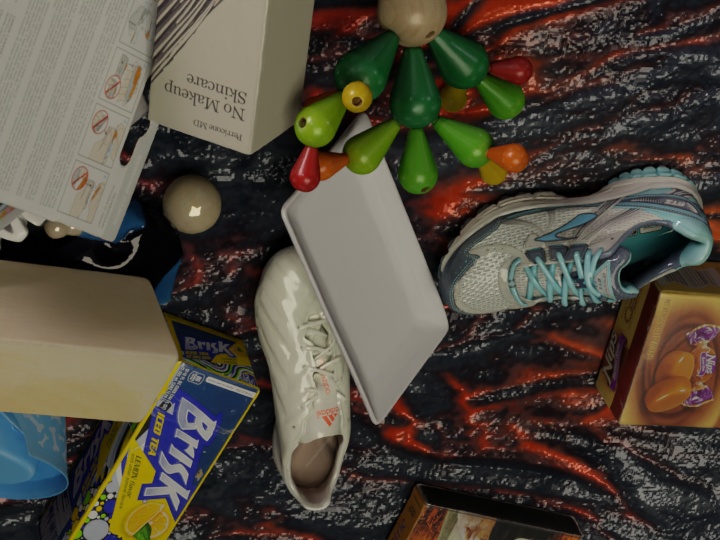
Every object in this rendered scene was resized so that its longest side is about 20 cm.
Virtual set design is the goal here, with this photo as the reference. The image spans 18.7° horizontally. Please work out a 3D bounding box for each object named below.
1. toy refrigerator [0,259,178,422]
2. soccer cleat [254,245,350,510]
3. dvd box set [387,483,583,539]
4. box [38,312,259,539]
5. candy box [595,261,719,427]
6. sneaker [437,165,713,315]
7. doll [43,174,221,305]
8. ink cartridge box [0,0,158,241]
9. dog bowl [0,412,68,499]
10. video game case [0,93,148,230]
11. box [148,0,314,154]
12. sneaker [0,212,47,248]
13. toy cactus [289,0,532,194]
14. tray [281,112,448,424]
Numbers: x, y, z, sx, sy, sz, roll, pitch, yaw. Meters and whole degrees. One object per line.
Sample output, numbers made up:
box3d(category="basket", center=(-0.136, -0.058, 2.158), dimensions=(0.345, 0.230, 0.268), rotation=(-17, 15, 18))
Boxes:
box3d(category="toy refrigerator", center=(-0.224, 0.043, 1.374), dimensions=(0.199, 0.076, 0.070), rotation=(8, 130, -34))
box3d(category="soccer cleat", center=(-0.034, 0.076, 1.528), dimensions=(0.069, 0.078, 0.201), rotation=(-9, 124, -11))
box3d(category="dvd box set", center=(0.068, 0.265, 1.711), dimensions=(0.146, 0.029, 0.201), rotation=(15, 116, -25))
box3d(category="box", center=(-0.151, 0.132, 1.538), dimensions=(0.070, 0.064, 0.200), rotation=(21, 115, -27))
box3d(category="candy box", center=(0.288, 0.057, 1.627), dimensions=(0.199, 0.057, 0.117), rotation=(2, 121, -20))
box3d(category="sneaker", center=(0.151, -0.012, 1.520), dimensions=(0.199, 0.086, 0.078), rotation=(-20, 125, -4))
box3d(category="doll", center=(-0.180, -0.001, 1.448), dimensions=(0.200, 0.049, 0.137), rotation=(-31, 144, 2))
box3d(category="ink cartridge box", center=(-0.191, -0.116, 1.318), dimensions=(0.200, 0.047, 0.161), rotation=(23, 86, -61))
box3d(category="dog bowl", center=(-0.278, 0.095, 1.451), dimensions=(0.111, 0.050, 0.200), rotation=(-15, 145, 40))
box3d(category="video game case", center=(-0.230, -0.128, 1.312), dimensions=(0.182, 0.024, 0.201), rotation=(-42, 129, -27))
box3d(category="box", center=(-0.074, -0.180, 1.333), dimensions=(0.082, 0.068, 0.201), rotation=(18, 120, 20))
box3d(category="sneaker", center=(-0.295, -0.025, 1.396), dimensions=(0.200, 0.075, 0.081), rotation=(-31, 112, 2))
box3d(category="toy cactus", center=(0.036, -0.128, 1.398), dimensions=(0.199, 0.102, 0.166), rotation=(-9, 104, -31))
box3d(category="tray", center=(0.000, 0.000, 1.497), dimensions=(0.107, 0.022, 0.200), rotation=(-52, 135, -35))
